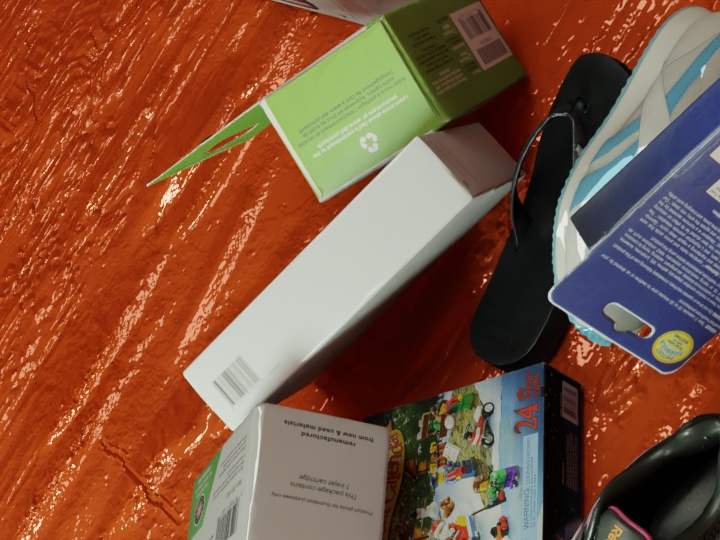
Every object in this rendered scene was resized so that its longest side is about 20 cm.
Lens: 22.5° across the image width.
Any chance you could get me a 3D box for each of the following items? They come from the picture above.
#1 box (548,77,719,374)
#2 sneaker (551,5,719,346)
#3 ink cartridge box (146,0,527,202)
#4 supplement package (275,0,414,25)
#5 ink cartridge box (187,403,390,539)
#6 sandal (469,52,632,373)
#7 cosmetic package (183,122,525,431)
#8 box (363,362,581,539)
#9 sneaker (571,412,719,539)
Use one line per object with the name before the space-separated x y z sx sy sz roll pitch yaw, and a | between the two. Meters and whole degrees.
box | 0.192 -0.039 0.918 0.200 0.121 0.032 -45 43 17
sneaker | 0.171 -0.052 0.982 0.081 0.076 0.201 16 80 54
ink cartridge box | -0.013 -0.090 1.137 0.200 0.148 0.076 -32 91 30
supplement package | -0.037 -0.255 1.291 0.200 0.114 0.110 24 84 51
ink cartridge box | -0.050 0.196 1.015 0.145 0.084 0.201 129 150 -59
sandal | 0.115 -0.038 1.057 0.076 0.043 0.201 7 72 47
cosmetic package | 0.000 0.000 1.078 0.200 0.151 0.052 -45 82 17
box | 0.057 0.163 1.001 0.136 0.038 0.201 -20 54 37
sneaker | 0.123 0.143 0.878 0.080 0.086 0.200 34 87 28
